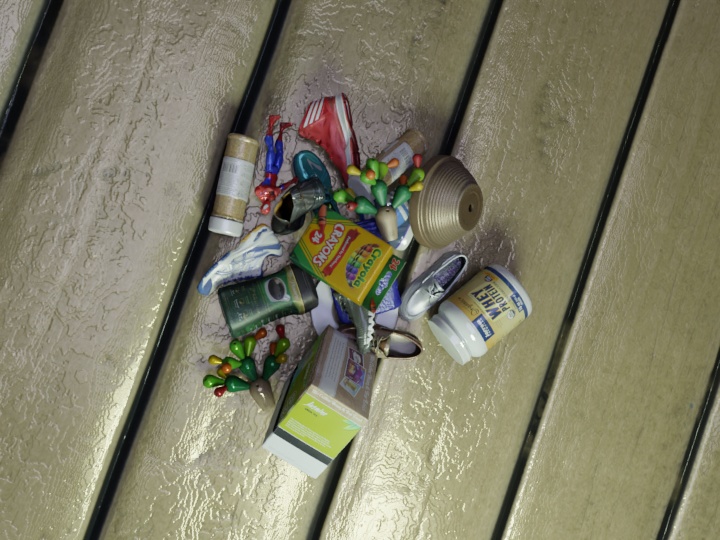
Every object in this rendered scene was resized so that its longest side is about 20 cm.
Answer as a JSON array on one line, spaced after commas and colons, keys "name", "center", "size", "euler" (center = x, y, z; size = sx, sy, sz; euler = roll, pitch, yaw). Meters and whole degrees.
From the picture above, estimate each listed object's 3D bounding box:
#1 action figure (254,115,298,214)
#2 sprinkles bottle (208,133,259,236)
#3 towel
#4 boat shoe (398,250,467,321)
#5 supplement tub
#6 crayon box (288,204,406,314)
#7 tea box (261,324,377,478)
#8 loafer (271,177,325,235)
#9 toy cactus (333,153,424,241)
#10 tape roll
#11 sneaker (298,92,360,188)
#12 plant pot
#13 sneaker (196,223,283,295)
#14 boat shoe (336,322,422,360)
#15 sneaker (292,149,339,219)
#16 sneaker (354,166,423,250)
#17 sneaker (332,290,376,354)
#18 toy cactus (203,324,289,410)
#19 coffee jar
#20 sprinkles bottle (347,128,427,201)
[{"name": "action figure", "center": [-0.164, -0.215, 1.238], "size": [0.065, 0.098, 0.204], "euler": [15, 86, -53]}, {"name": "sprinkles bottle", "center": [-0.261, -0.175, 1.238], "size": [0.067, 0.068, 0.204], "euler": [12, 89, -11]}, {"name": "towel", "center": [0.000, 0.000, 1.264], "size": [0.145, 0.050, 0.203], "euler": [-16, 107, -5]}, {"name": "boat shoe", "center": [0.165, 0.036, 1.337], "size": [0.199, 0.068, 0.072], "euler": [-40, 98, -8]}, {"name": "supplement tub", "center": [0.262, 0.097, 1.320], "size": [0.199, 0.144, 0.145], "euler": [-38, 98, -8]}, {"name": "crayon box", "center": [-0.024, -0.023, 1.166], "size": [0.198, 0.051, 0.128], "euler": [31, 80, 11]}, {"name": "tea box", "center": [-0.076, 0.258, 1.194], "size": [0.133, 0.201, 0.198], "euler": [33, 116, -10]}, {"name": "loafer", "center": [-0.146, -0.125, 1.207], "size": [0.071, 0.200, 0.074], "euler": [-17, 76, -35]}, {"name": "toy cactus", "center": [0.050, -0.142, 1.185], "size": [0.198, 0.102, 0.168], "euler": [-21, 105, -26]}, {"name": "tape roll", "center": [-0.014, 0.084, 1.319], "size": [0.199, 0.037, 0.207], "euler": [0, 92, -12]}, {"name": "sneaker", "center": [-0.067, -0.272, 1.295], "size": [0.113, 0.078, 0.204], "euler": [-6, 100, 13]}, {"name": "plant pot", "center": [0.197, -0.139, 1.275], "size": [0.199, 0.092, 0.205], "euler": [-20, 117, -43]}, {"name": "sneaker", "center": [-0.248, -0.005, 1.250], "size": [0.199, 0.075, 0.088], "euler": [-42, 99, -7]}, {"name": "boat shoe", "center": [0.043, 0.151, 1.277], "size": [0.196, 0.072, 0.077], "euler": [7, 90, -12]}, {"name": "sneaker", "center": [-0.083, -0.164, 1.276], "size": [0.077, 0.080, 0.203], "euler": [-25, 96, -10]}, {"name": "sneaker", "center": [0.066, -0.156, 1.305], "size": [0.144, 0.081, 0.203], "euler": [22, 93, -15]}, {"name": "sneaker", "center": [-0.013, 0.066, 1.213], "size": [0.089, 0.066, 0.204], "euler": [0, 90, 0]}, {"name": "toy cactus", "center": [-0.222, 0.218, 1.254], "size": [0.198, 0.102, 0.167], "euler": [-30, 107, -18]}, {"name": "coffee jar", "center": [-0.188, 0.059, 1.238], "size": [0.197, 0.086, 0.106], "euler": [-18, 71, -11]}, {"name": "sprinkles bottle", "center": [0.061, -0.225, 1.283], "size": [0.200, 0.068, 0.069], "euler": [-43, 99, -25]}]
